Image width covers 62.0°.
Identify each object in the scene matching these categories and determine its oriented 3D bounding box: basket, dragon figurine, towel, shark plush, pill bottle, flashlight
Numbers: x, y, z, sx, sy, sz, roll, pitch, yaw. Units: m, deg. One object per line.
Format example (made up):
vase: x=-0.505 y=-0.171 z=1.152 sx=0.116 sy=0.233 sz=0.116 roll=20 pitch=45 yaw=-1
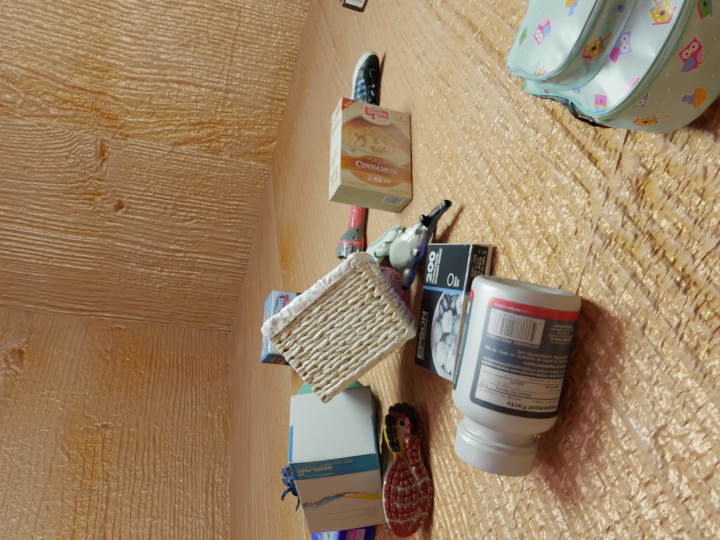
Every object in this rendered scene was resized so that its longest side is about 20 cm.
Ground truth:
basket: x=-0.025 y=0.090 z=0.996 sx=0.200 sy=0.161 sz=0.198 roll=-37 pitch=-4 yaw=7
dragon figurine: x=-0.176 y=0.562 z=1.557 sx=0.201 sy=0.099 sz=0.059 roll=117 pitch=155 yaw=-45
towel: x=0.000 y=0.000 z=1.202 sx=0.200 sy=0.031 sz=0.149 roll=-51 pitch=4 yaw=-26
shark plush: x=0.095 y=-0.062 z=1.037 sx=0.091 sy=0.083 sz=0.201 roll=42 pitch=139 yaw=22
pill bottle: x=0.166 y=0.115 z=0.669 sx=0.120 sy=0.119 sz=0.202 roll=-151 pitch=70 yaw=-71
flashlight: x=-0.016 y=-0.125 z=1.413 sx=0.068 sy=0.067 sz=0.202 roll=172 pitch=105 yaw=-72

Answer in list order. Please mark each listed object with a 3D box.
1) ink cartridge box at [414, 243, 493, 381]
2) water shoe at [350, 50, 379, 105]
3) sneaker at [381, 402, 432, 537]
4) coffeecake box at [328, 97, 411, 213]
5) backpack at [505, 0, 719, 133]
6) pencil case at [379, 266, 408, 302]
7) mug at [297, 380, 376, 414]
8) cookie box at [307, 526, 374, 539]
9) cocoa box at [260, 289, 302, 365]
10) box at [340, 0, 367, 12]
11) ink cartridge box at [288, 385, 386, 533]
ink cartridge box: x=0.129 y=0.057 z=0.934 sx=0.200 sy=0.043 sz=0.200 roll=-176 pitch=94 yaw=-74
water shoe: x=0.020 y=-0.430 z=1.472 sx=0.079 sy=0.071 sz=0.201 roll=35 pitch=117 yaw=39
sneaker: x=0.071 y=0.322 z=0.970 sx=0.082 sy=0.077 sz=0.201 roll=101 pitch=172 yaw=-63
coffeecake box: x=0.020 y=-0.231 z=1.210 sx=0.073 sy=0.152 sz=0.202 roll=135 pitch=139 yaw=-61
backpack: x=0.240 y=-0.221 z=0.547 sx=0.177 sy=0.152 sz=0.200 roll=-69 pitch=28 yaw=21
pencil case: x=0.022 y=0.059 z=1.192 sx=0.200 sy=0.087 sz=0.088 roll=140 pitch=135 yaw=-65
mug: x=-0.041 y=0.300 z=1.193 sx=0.114 sy=0.151 sz=0.186 roll=17 pitch=127 yaw=69
cookie box: x=-0.040 y=0.494 z=1.207 sx=0.200 sy=0.075 sz=0.173 roll=-149 pitch=68 yaw=-70
cocoa box: x=-0.224 y=0.176 z=1.819 sx=0.133 sy=0.130 sz=0.202 roll=135 pitch=140 yaw=-62
box: x=-0.014 y=-0.850 z=1.716 sx=0.100 sy=0.074 sz=0.201 roll=123 pitch=152 yaw=-53
ink cartridge box: x=-0.036 y=0.329 z=1.040 sx=0.148 sy=0.143 sz=0.201 roll=-97 pitch=-1 yaw=-55
